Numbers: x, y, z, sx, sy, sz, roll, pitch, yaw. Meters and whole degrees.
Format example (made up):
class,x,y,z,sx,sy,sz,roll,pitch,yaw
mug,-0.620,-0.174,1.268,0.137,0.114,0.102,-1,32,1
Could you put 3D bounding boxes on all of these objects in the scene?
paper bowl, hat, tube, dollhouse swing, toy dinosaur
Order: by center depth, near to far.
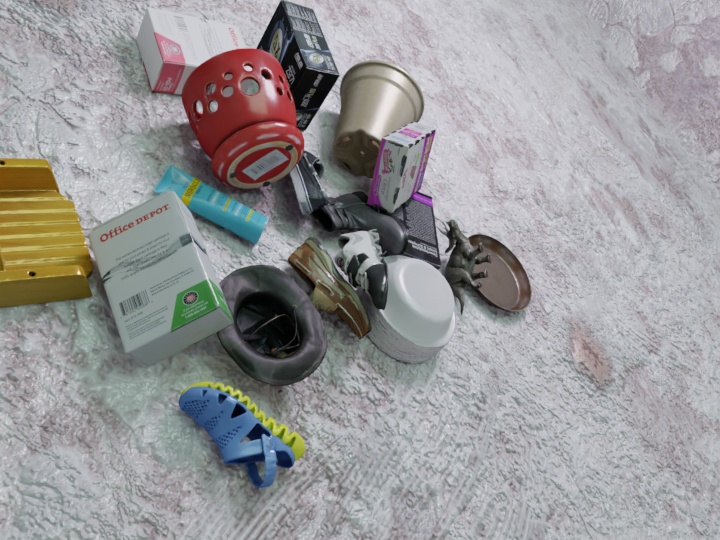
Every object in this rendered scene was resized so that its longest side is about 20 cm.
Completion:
class,x,y,z,sx,sy,sz,roll,pitch,yaw
dollhouse swing,-0.448,-0.088,0.939,0.179,0.176,0.203,-7,60,-40
hat,-0.152,0.096,1.092,0.197,0.081,0.205,15,56,-23
tube,-0.257,-0.114,1.213,0.197,0.051,0.078,28,36,-10
paper bowl,0.097,0.060,1.300,0.197,0.105,0.204,20,46,-22
toy dinosaur,0.215,-0.003,1.461,0.076,0.100,0.205,19,72,-53

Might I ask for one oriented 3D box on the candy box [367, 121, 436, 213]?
class,x,y,z,sx,sy,sz,roll,pitch,yaw
candy box,0.085,-0.214,1.410,0.060,0.139,0.200,20,25,14

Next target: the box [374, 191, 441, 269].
class,x,y,z,sx,sy,sz,roll,pitch,yaw
box,0.097,-0.098,1.481,0.140,0.036,0.203,19,46,-24

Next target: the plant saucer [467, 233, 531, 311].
class,x,y,z,sx,sy,sz,roll,pitch,yaw
plant saucer,0.299,0.010,1.553,0.197,0.032,0.204,21,46,-23

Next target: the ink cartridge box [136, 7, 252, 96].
class,x,y,z,sx,sy,sz,roll,pitch,yaw
ink cartridge box,-0.325,-0.423,1.377,0.197,0.083,0.149,-2,58,-38

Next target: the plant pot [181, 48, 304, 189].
class,x,y,z,sx,sy,sz,roll,pitch,yaw
plant pot,-0.206,-0.266,1.258,0.197,0.200,0.186,-5,62,-40

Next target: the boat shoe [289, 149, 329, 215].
class,x,y,z,sx,sy,sz,roll,pitch,yaw
boat shoe,-0.104,-0.195,1.346,0.066,0.072,0.203,-18,49,-1

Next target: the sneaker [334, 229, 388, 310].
class,x,y,z,sx,sy,sz,roll,pitch,yaw
sneaker,0.000,0.000,1.215,0.086,0.076,0.202,0,33,-11

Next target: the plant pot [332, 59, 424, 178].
class,x,y,z,sx,sy,sz,roll,pitch,yaw
plant pot,0.024,-0.311,1.500,0.198,0.200,0.186,29,55,-15

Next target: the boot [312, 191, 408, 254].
class,x,y,z,sx,sy,sz,roll,pitch,yaw
boot,-0.009,-0.087,1.344,0.130,0.071,0.199,-8,34,-39

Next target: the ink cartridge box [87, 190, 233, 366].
class,x,y,z,sx,sy,sz,roll,pitch,yaw
ink cartridge box,-0.288,0.010,1.003,0.144,0.083,0.203,-25,69,-2

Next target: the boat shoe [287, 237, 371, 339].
class,x,y,z,sx,sy,sz,roll,pitch,yaw
boat shoe,-0.058,0.040,1.229,0.073,0.076,0.202,-32,77,-16

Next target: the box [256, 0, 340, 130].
class,x,y,z,sx,sy,sz,roll,pitch,yaw
box,-0.141,-0.431,1.467,0.085,0.164,0.203,2,56,-37

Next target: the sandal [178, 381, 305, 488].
class,x,y,z,sx,sy,sz,roll,pitch,yaw
sandal,-0.171,0.232,0.973,0.198,0.080,0.088,34,46,-8
